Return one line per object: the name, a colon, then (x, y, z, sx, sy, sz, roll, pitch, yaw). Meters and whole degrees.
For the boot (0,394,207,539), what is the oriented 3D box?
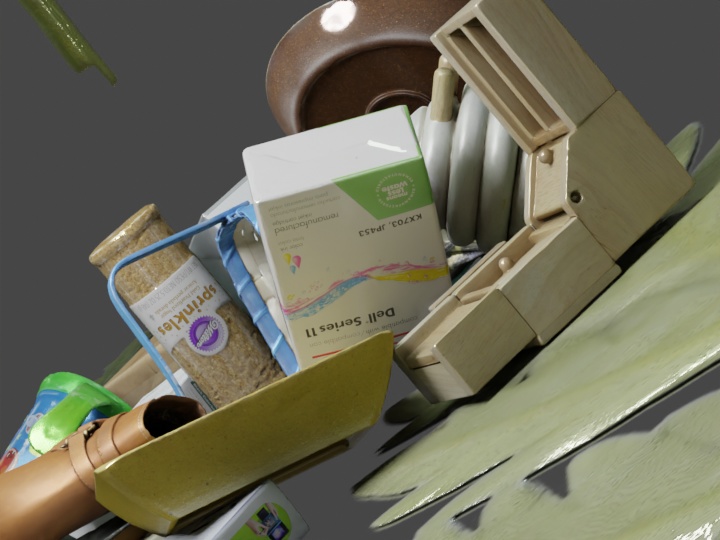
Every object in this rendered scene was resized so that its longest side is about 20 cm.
boot: (-0.197, 0.150, 1.656, 0.155, 0.077, 0.200, -29, -5, 27)

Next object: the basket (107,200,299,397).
basket: (-0.063, 0.028, 1.788, 0.200, 0.177, 0.139, -33, -4, -14)

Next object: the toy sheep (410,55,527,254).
toy sheep: (0.092, -0.077, 1.693, 0.138, 0.199, 0.138, 8, -90, -82)

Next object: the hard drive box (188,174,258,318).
hard drive box: (-0.014, -0.035, 1.964, 0.200, 0.156, 0.077, -43, -10, -30)

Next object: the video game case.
video game case: (-0.145, 0.225, 1.488, 0.200, 0.045, 0.181, -33, 8, 45)

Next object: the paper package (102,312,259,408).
paper package: (-0.098, 0.058, 2.086, 0.190, 0.104, 0.200, -36, 8, 38)

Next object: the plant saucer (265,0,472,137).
plant saucer: (0.030, -0.121, 1.769, 0.200, 0.200, 0.035, -35, 39, 36)

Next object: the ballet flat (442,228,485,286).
ballet flat: (0.075, -0.027, 1.844, 0.200, 0.072, 0.072, -35, 8, 37)

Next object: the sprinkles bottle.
sprinkles bottle: (-0.121, 0.045, 1.877, 0.068, 0.200, 0.068, -39, 6, 5)

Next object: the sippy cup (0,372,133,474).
sippy cup: (-0.242, 0.176, 2.006, 0.139, 0.178, 0.130, 9, 51, 46)

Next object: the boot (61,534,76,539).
boot: (-0.278, 0.283, 1.720, 0.200, 0.066, 0.165, -38, -8, -35)

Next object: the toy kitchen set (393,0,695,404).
toy kitchen set: (0.061, -0.042, 1.543, 0.200, 0.181, 0.163, -42, 6, -18)

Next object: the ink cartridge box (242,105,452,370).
ink cartridge box: (0.000, 0.000, 1.640, 0.117, 0.200, 0.067, -16, 38, -2)

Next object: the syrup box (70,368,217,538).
syrup box: (-0.152, 0.149, 1.875, 0.079, 0.082, 0.200, -34, 8, 26)

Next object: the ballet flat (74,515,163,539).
ballet flat: (-0.160, 0.201, 1.665, 0.200, 0.068, 0.068, -43, 18, -24)

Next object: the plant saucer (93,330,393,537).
plant saucer: (-0.069, 0.113, 1.545, 0.199, 0.049, 0.200, -25, -7, -10)
